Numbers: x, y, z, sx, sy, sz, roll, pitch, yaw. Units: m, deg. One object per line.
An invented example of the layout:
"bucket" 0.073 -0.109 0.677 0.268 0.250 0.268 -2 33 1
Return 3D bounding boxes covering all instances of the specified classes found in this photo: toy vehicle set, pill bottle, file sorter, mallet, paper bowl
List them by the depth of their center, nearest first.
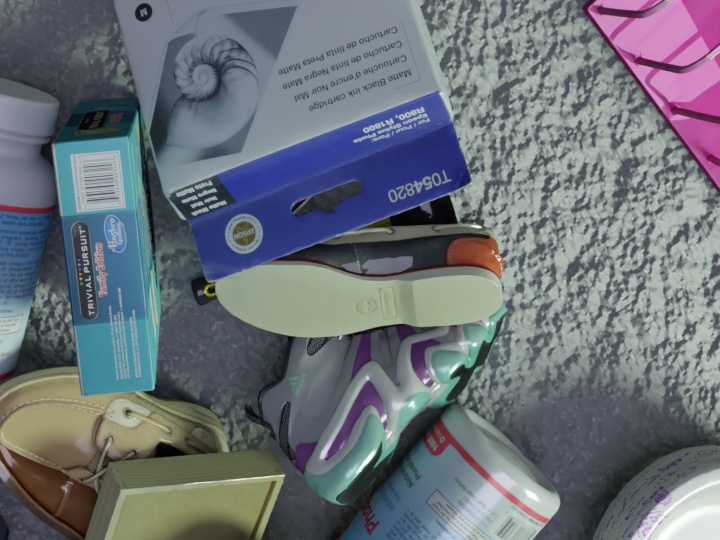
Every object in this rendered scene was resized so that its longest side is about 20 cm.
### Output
"pill bottle" -0.263 -0.025 0.960 0.107 0.109 0.202 15 101 -10
"file sorter" 0.280 -0.146 0.998 0.139 0.125 0.200 -40 104 3
"toy vehicle set" -0.139 0.213 1.021 0.123 0.027 0.202 0 126 -32
"mallet" -0.028 -0.025 1.036 0.197 0.041 0.067 -12 105 0
"pill bottle" 0.044 0.206 1.059 0.108 0.109 0.200 39 95 -14
"paper bowl" 0.265 0.233 1.086 0.198 0.104 0.204 -1 95 -11

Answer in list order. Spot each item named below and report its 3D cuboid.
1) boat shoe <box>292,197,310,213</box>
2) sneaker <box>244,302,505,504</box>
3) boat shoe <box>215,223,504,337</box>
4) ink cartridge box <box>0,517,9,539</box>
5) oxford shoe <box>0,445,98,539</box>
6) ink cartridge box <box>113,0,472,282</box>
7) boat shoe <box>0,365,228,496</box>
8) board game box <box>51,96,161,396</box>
"boat shoe" -0.028 -0.110 1.001 0.074 0.060 0.201 38 96 -13
"sneaker" 0.001 0.054 1.039 0.140 0.078 0.200 40 63 17
"boat shoe" 0.000 0.000 0.997 0.197 0.063 0.072 -2 137 2
"ink cartridge box" -0.353 0.223 0.994 0.198 0.145 0.085 -27 106 0
"oxford shoe" -0.204 0.151 1.039 0.071 0.071 0.200 -41 115 0
"ink cartridge box" -0.047 -0.119 0.949 0.197 0.041 0.202 -20 79 10
"boat shoe" -0.165 0.118 0.989 0.199 0.065 0.072 16 121 -41
"board game box" -0.160 -0.023 0.933 0.046 0.200 0.153 -5 103 -6
